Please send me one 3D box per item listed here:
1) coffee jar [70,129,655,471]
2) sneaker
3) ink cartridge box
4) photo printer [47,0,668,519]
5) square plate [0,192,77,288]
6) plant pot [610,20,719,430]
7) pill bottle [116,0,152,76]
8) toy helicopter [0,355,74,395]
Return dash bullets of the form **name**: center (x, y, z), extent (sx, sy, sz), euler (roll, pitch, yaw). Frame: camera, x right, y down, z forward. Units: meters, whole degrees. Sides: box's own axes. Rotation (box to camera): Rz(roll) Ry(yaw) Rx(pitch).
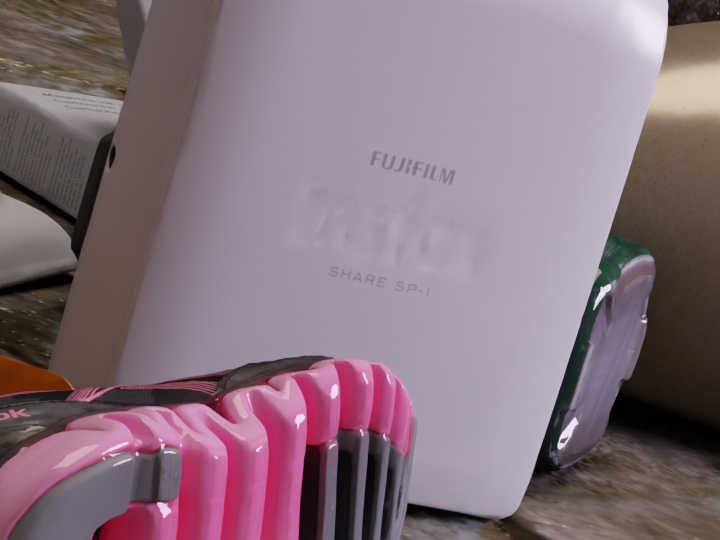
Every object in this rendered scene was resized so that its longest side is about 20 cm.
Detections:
- **coffee jar**: center (0.000, 0.000, 1.085), extent (0.199, 0.086, 0.104), euler (19, 10, 14)
- **sneaker**: center (-0.059, 0.056, 0.781), extent (0.095, 0.079, 0.200), euler (10, 4, 31)
- **ink cartridge box**: center (-0.062, -0.042, 1.319), extent (0.196, 0.044, 0.200), euler (8, 16, -39)
- **photo printer**: center (0.002, -0.032, 0.944), extent (0.166, 0.201, 0.069), euler (13, 11, -24)
- **square plate**: center (-0.221, -0.035, 1.073), extent (0.197, 0.029, 0.200), euler (21, 11, 17)
- **plant pot**: center (0.128, -0.020, 1.187), extent (0.199, 0.188, 0.187), euler (6, 13, -13)
- **pill bottle**: center (0.004, -0.111, 1.232), extent (0.199, 0.114, 0.113), euler (-13, 18, -11)
- **toy helicopter**: center (-0.159, -0.004, 0.861), extent (0.132, 0.079, 0.200), euler (39, 6, -44)
